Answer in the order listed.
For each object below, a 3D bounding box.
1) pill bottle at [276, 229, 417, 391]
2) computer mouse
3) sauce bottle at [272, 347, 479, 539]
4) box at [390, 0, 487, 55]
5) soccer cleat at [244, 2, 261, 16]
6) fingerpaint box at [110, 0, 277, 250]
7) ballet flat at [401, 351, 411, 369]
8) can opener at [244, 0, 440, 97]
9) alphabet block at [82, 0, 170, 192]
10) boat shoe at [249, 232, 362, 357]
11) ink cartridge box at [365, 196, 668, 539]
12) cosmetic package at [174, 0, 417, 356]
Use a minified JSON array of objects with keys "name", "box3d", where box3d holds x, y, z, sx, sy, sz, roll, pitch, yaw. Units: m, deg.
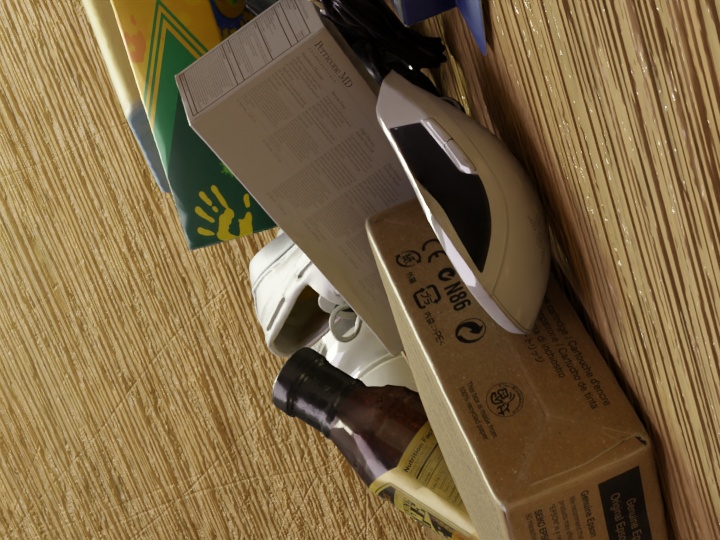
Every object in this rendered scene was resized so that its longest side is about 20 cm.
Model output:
[{"name":"pill bottle","box3d":[0.010,0.039,1.377,0.114,0.112,0.201,73,174,-54]},{"name":"computer mouse","box3d":[0.043,-0.059,0.786,0.110,0.044,0.201,39,-159,-56]},{"name":"sauce bottle","box3d":[0.038,0.108,0.980,0.199,0.066,0.066,30,158,25]},{"name":"box","box3d":[0.002,-0.196,0.751,0.121,0.032,0.201,75,172,-60]},{"name":"soccer cleat","box3d":[-0.083,-0.236,0.994,0.200,0.086,0.070,47,168,-20]},{"name":"fingerpaint box","box3d":[-0.065,-0.120,1.128,0.200,0.073,0.169,-33,-73,-63]},{"name":"ballet flat","box3d":[0.039,0.018,1.208,0.067,0.067,0.202,-102,-6,-69]},{"name":"can opener","box3d":[-0.020,-0.142,0.901,0.078,0.064,0.200,13,165,35]},{"name":"alphabet block","box3d":[-0.142,-0.220,1.574,0.197,0.193,0.202,84,166,-70]},{"name":"boat shoe","box3d":[-0.004,0.000,1.006,0.202,0.074,0.087,-38,52,46]},{"name":"ink cartridge box","box3d":[0.079,0.078,0.831,0.201,0.074,0.166,-115,4,-45]},{"name":"cosmetic package","box3d":[-0.005,-0.047,0.892,0.200,0.082,0.051,50,-168,-39]}]
